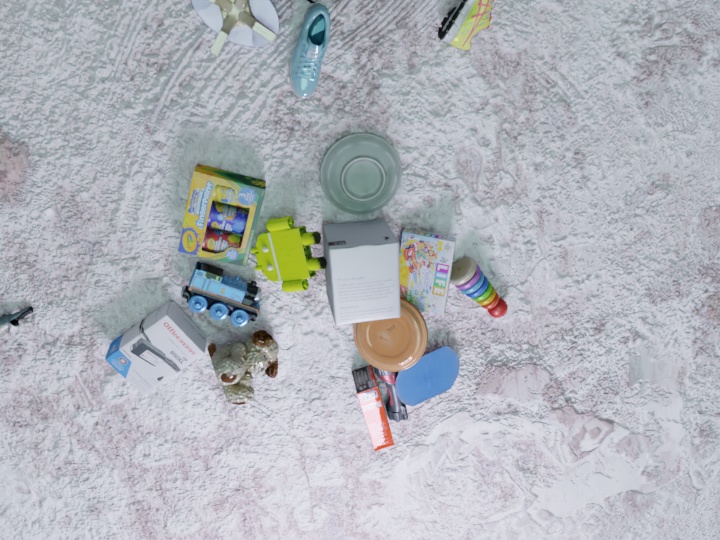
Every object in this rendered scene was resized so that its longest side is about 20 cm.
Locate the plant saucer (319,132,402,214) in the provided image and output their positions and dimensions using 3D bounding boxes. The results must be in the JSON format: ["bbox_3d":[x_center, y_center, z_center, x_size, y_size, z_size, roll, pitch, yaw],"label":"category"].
[{"bbox_3d":[0.004,-0.221,1.506,0.199,0.050,0.201,-3,115,-7],"label":"plant saucer"}]

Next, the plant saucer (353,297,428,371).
[{"bbox_3d":[0.075,0.165,1.644,0.199,0.032,0.202,3,101,17],"label":"plant saucer"}]

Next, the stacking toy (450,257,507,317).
[{"bbox_3d":[0.316,0.057,1.660,0.085,0.085,0.200,-41,117,10],"label":"stacking toy"}]

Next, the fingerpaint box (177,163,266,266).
[{"bbox_3d":[-0.324,-0.127,1.486,0.166,0.073,0.201,13,111,-14],"label":"fingerpaint box"}]

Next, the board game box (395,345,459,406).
[{"bbox_3d":[0.178,0.283,1.748,0.199,0.039,0.159,-22,124,-14],"label":"board game box"}]

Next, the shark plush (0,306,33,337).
[{"bbox_3d":[-0.894,0.123,1.523,0.199,0.091,0.084,-18,85,5],"label":"shark plush"}]

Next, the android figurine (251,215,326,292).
[{"bbox_3d":[-0.177,-0.038,1.519,0.199,0.041,0.183,-4,104,29],"label":"android figurine"}]

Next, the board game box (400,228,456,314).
[{"bbox_3d":[0.162,0.003,1.608,0.134,0.034,0.201,11,114,13],"label":"board game box"}]

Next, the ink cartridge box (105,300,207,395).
[{"bbox_3d":[-0.509,0.194,1.596,0.200,0.084,0.145,-35,114,7],"label":"ink cartridge box"}]

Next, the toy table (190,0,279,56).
[{"bbox_3d":[-0.257,-0.529,1.295,0.199,0.117,0.185,17,111,-16],"label":"toy table"}]

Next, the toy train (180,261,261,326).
[{"bbox_3d":[-0.335,0.060,1.564,0.199,0.087,0.115,20,104,-16],"label":"toy train"}]

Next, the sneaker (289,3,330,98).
[{"bbox_3d":[-0.110,-0.466,1.363,0.073,0.082,0.201,7,113,-10],"label":"sneaker"}]

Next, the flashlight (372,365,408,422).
[{"bbox_3d":[0.081,0.326,1.755,0.068,0.068,0.201,-14,120,-5],"label":"flashlight"}]

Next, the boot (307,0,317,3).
[{"bbox_3d":[-0.132,-0.665,1.279,0.199,0.066,0.165,31,115,-16],"label":"boot"}]

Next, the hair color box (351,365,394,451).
[{"bbox_3d":[0.034,0.376,1.741,0.064,0.111,0.201,-17,116,-1],"label":"hair color box"}]

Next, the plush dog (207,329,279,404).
[{"bbox_3d":[-0.290,0.226,1.633,0.171,0.161,0.201,-22,144,-13],"label":"plush dog"}]

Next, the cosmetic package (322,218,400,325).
[{"bbox_3d":[0.000,0.000,1.538,0.164,0.165,0.201,-6,114,-8],"label":"cosmetic package"}]

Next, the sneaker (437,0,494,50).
[{"bbox_3d":[0.257,-0.571,1.380,0.090,0.078,0.200,27,113,-27],"label":"sneaker"}]
